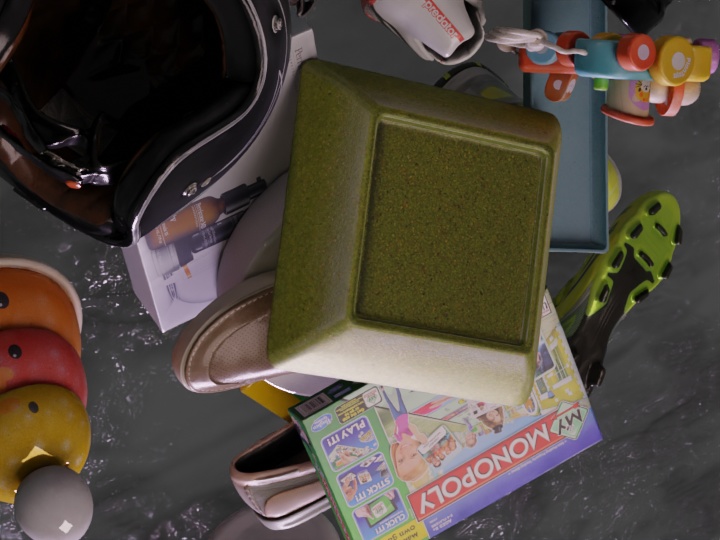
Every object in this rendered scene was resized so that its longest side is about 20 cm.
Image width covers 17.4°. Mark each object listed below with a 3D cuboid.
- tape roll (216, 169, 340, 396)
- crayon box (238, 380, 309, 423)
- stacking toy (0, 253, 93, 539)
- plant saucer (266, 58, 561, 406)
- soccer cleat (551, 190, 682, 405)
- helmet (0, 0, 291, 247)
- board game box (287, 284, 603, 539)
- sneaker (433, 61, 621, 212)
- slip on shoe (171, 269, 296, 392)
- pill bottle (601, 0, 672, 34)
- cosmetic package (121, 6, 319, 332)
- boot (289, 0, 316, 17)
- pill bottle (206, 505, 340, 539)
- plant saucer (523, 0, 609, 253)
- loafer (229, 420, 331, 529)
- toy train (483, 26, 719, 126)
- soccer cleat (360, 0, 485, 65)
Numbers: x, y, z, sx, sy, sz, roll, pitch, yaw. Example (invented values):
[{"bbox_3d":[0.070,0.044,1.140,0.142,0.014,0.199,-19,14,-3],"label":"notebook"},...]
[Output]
[{"bbox_3d":[0.000,0.000,1.603,0.202,0.037,0.203,-16,133,-19],"label":"tape roll"},{"bbox_3d":[0.018,0.053,1.732,0.173,0.058,0.200,-42,138,9],"label":"crayon box"},{"bbox_3d":[-0.217,0.098,1.505,0.146,0.200,0.146,-19,137,-19],"label":"stacking toy"},{"bbox_3d":[0.048,-0.023,1.508,0.199,0.048,0.201,10,83,-28],"label":"plant saucer"},{"bbox_3d":[0.176,0.021,1.808,0.065,0.084,0.200,33,86,-36],"label":"soccer cleat"},{"bbox_3d":[-0.133,-0.130,1.355,0.191,0.200,0.200,-55,141,-14],"label":"helmet"},{"bbox_3d":[0.062,0.108,1.650,0.200,0.029,0.135,-29,115,-13],"label":"board game box"},{"bbox_3d":[0.123,-0.074,1.670,0.200,0.076,0.075,25,112,-45],"label":"sneaker"},{"bbox_3d":[-0.025,0.038,1.550,0.200,0.061,0.076,-18,134,-17],"label":"slip on shoe"},{"bbox_3d":[0.229,-0.251,1.550,0.200,0.112,0.112,-42,139,8],"label":"pill bottle"},{"bbox_3d":[-0.092,-0.069,1.550,0.151,0.052,0.200,-27,139,-14],"label":"cosmetic package"},{"bbox_3d":[-0.051,-0.257,1.374,0.174,0.069,0.200,-33,110,30],"label":"boot"},{"bbox_3d":[-0.050,0.280,1.854,0.116,0.116,0.200,-29,138,-8],"label":"pill bottle"},{"bbox_3d":[0.138,-0.112,1.603,0.070,0.019,0.201,1,88,-36],"label":"plant saucer"},{"bbox_3d":[-0.002,0.112,1.682,0.200,0.072,0.063,-35,132,5],"label":"loafer"},{"bbox_3d":[0.146,-0.123,1.480,0.200,0.150,0.056,-21,114,-75],"label":"toy train"},{"bbox_3d":[0.042,-0.165,1.463,0.069,0.085,0.200,-41,180,6],"label":"soccer cleat"}]
